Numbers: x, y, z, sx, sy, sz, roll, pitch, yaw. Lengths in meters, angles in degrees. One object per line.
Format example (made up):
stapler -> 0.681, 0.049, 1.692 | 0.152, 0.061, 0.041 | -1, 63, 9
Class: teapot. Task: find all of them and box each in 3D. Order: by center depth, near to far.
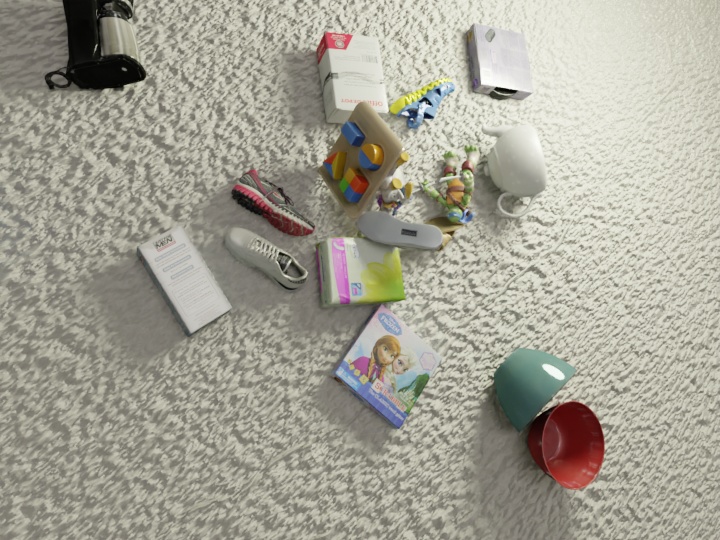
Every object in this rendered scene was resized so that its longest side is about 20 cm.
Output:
teapot -> 0.400, -0.274, 1.487 | 0.144, 0.199, 0.201 | -14, 37, 11

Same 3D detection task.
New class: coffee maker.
coffee maker -> -0.546, -0.487, 1.140 | 0.189, 0.135, 0.203 | -8, 80, -23

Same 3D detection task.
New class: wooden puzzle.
wooden puzzle -> -0.012, -0.247, 1.249 | 0.046, 0.201, 0.186 | 6, 41, -46

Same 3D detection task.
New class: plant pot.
plant pot -> 0.399, 0.267, 1.352 | 0.199, 0.201, 0.135 | -35, 64, -26

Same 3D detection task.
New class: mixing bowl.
mixing bowl -> 0.485, 0.419, 1.377 | 0.197, 0.108, 0.204 | 4, 81, -24

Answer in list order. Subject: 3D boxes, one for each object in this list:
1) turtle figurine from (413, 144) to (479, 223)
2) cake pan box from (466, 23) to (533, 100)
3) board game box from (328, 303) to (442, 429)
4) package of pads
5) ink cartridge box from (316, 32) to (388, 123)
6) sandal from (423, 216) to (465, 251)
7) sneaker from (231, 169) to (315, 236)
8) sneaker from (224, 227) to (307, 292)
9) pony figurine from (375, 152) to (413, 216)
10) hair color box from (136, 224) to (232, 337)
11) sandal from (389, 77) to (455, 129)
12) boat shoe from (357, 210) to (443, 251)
turtle figurine -> 0.219, -0.233, 1.397 | 0.198, 0.144, 0.196 | 23, 60, -9
cake pan box -> 0.399, -0.593, 1.612 | 0.181, 0.052, 0.203 | -1, 78, -21
board game box -> 0.061, 0.217, 1.284 | 0.200, 0.041, 0.200 | 41, 66, -10
package of pads -> 0.000, 0.000, 1.294 | 0.197, 0.068, 0.157 | -1, 78, -26
ink cartridge box -> -0.021, -0.466, 1.385 | 0.143, 0.083, 0.203 | -3, 80, -24
sandal -> 0.182, -0.079, 1.397 | 0.210, 0.077, 0.071 | -20, 125, -43
sneaker -> -0.183, -0.147, 1.245 | 0.199, 0.081, 0.075 | 34, 65, -12
sneaker -> -0.199, -0.034, 1.212 | 0.199, 0.080, 0.077 | 33, 69, -11
pony figurine -> 0.054, -0.208, 1.319 | 0.164, 0.201, 0.195 | -12, 67, -18
hair color box -> -0.357, 0.021, 1.142 | 0.098, 0.061, 0.202 | -32, 92, -26
sandal -> 0.170, -0.432, 1.468 | 0.199, 0.079, 0.088 | -33, 95, -17
boat shoe -> 0.088, -0.079, 1.279 | 0.197, 0.065, 0.075 | 18, 76, 10
